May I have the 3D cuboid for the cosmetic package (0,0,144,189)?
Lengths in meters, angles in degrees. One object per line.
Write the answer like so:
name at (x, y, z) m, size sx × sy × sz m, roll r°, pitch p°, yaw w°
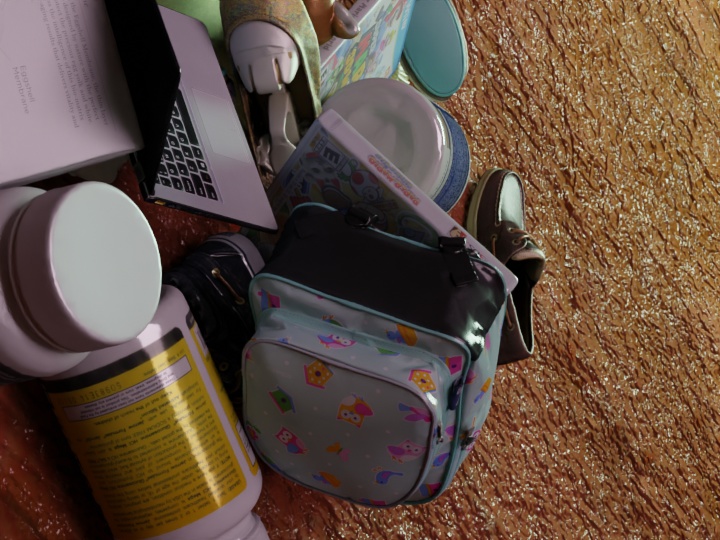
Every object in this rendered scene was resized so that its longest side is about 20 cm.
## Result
cosmetic package at (-0.265, -0.141, 1.197) m, size 0.199 × 0.123 × 0.200 m, roll -19°, pitch 96°, yaw -43°

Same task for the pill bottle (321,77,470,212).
pill bottle at (0.030, -0.091, 1.604) m, size 0.200 × 0.110 × 0.112 m, roll 10°, pitch 70°, yaw -78°

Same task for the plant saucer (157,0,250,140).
plant saucer at (-0.125, -0.226, 1.517) m, size 0.200 × 0.048 × 0.201 m, roll 47°, pitch 44°, yaw -37°

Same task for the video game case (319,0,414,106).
video game case at (-0.008, -0.165, 1.594) m, size 0.200 × 0.018 × 0.144 m, roll -53°, pitch 165°, yaw -41°

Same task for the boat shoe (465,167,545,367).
boat shoe at (0.141, -0.006, 1.805) m, size 0.072 × 0.072 × 0.201 m, roll 37°, pitch 51°, yaw -43°

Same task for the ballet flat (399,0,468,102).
ballet flat at (0.038, -0.245, 1.740) m, size 0.067 × 0.062 × 0.201 m, roll -26°, pitch 102°, yaw -10°

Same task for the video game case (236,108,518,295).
video game case at (0.000, 0.000, 1.437) m, size 0.182 × 0.200 × 0.023 m, roll 42°, pitch 50°, yaw 2°

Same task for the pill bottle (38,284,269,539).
pill bottle at (-0.136, 0.121, 1.333) m, size 0.112 × 0.112 × 0.201 m, roll -41°, pitch 113°, yaw -52°

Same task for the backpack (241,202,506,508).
backpack at (0.005, 0.077, 1.364) m, size 0.200 × 0.175 × 0.154 m, roll 89°, pitch 21°, yaw -52°

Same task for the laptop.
laptop at (-0.112, -0.147, 1.293) m, size 0.200 × 0.116 × 0.188 m, roll 15°, pitch 47°, yaw -49°

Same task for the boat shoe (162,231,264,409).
boat shoe at (-0.090, 0.077, 1.459) m, size 0.091 × 0.071 × 0.201 m, roll -36°, pitch 104°, yaw -49°

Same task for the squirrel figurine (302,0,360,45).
squirrel figurine at (-0.038, -0.265, 1.498) m, size 0.200 × 0.141 × 0.188 m, roll -18°, pitch 101°, yaw -53°

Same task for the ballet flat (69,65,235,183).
ballet flat at (-0.168, -0.098, 1.387) m, size 0.199 × 0.073 × 0.073 m, roll -17°, pitch 94°, yaw -42°

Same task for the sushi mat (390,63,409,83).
sushi mat at (-0.019, -0.175, 1.683) m, size 0.200 × 0.012 × 0.096 m, roll 29°, pitch 59°, yaw -47°

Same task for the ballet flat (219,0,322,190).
ballet flat at (-0.061, -0.131, 1.440) m, size 0.071 × 0.070 × 0.201 m, roll -57°, pitch 143°, yaw -46°

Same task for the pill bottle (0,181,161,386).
pill bottle at (-0.223, 0.014, 1.165) m, size 0.113 × 0.199 × 0.114 m, roll 22°, pitch 63°, yaw -50°
